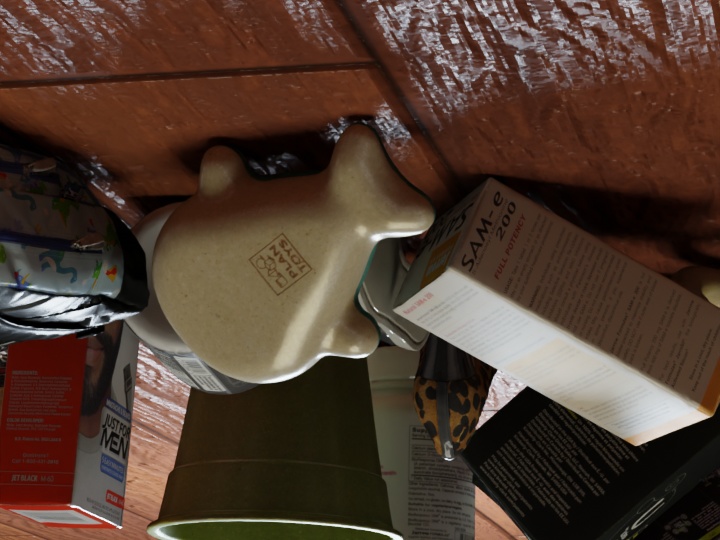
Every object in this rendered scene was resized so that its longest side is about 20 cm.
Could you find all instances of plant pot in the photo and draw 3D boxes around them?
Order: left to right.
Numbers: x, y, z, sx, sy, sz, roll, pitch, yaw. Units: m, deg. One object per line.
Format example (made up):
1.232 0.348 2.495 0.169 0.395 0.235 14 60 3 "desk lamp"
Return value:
-0.064 0.116 1.621 0.199 0.191 0.200 1 165 0 "plant pot"

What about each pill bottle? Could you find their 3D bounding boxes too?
-0.103 0.027 1.449 0.106 0.107 0.200 0 166 6 "pill bottle"
0.042 0.172 1.776 0.113 0.201 0.113 2 165 0 "pill bottle"

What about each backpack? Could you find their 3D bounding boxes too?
-0.248 -0.016 1.268 0.163 0.154 0.200 -3 -173 27 "backpack"

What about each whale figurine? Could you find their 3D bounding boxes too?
-0.035 -0.019 1.270 0.200 0.159 0.104 -38 -177 34 "whale figurine"

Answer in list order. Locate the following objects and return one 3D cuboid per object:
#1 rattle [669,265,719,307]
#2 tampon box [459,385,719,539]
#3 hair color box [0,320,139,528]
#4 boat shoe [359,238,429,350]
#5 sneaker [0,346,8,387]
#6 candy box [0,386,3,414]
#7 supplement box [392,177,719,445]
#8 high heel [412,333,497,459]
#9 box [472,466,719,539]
0.305 0.004 1.469 0.130 0.143 0.200 26 -160 34 "rattle"
0.194 0.129 1.579 0.200 0.126 0.150 -40 163 -1 "tampon box"
-0.202 0.074 1.452 0.064 0.201 0.111 -1 165 13 "hair color box"
0.000 0.000 1.409 0.060 0.074 0.200 11 166 20 "boat shoe"
-0.286 0.060 1.652 0.199 0.081 0.075 12 160 -34 "sneaker"
-0.351 0.137 1.668 0.199 0.055 0.116 2 152 -1 "candy box"
0.136 0.030 1.360 0.200 0.074 0.126 29 160 -9 "supplement box"
0.080 0.086 1.581 0.071 0.143 0.200 -2 165 15 "high heel"
0.229 0.177 1.726 0.200 0.193 0.048 -27 143 -34 "box"
